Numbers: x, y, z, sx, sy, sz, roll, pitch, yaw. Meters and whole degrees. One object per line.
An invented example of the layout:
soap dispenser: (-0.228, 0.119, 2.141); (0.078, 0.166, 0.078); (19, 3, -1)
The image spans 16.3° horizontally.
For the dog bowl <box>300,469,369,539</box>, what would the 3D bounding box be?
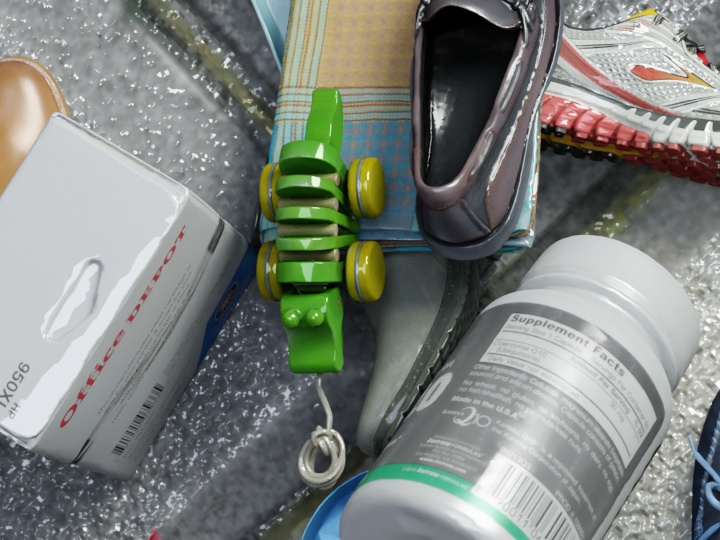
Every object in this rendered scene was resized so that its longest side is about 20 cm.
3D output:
dog bowl: (0.062, 0.180, 1.290); (0.199, 0.050, 0.112); (29, 86, 12)

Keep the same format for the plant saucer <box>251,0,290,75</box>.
plant saucer: (0.040, -0.165, 1.363); (0.199, 0.019, 0.070); (-23, 79, 3)

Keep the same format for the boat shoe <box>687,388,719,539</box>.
boat shoe: (0.205, 0.149, 1.264); (0.084, 0.069, 0.201); (-3, 81, 8)

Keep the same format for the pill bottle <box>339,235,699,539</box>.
pill bottle: (0.084, 0.082, 1.233); (0.113, 0.113, 0.200); (29, 53, 11)

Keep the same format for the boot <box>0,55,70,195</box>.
boot: (-0.213, -0.028, 1.308); (0.076, 0.155, 0.201); (17, 84, 11)

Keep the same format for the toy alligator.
toy alligator: (-0.023, 0.007, 1.240); (0.059, 0.054, 0.201); (-1, 83, 18)

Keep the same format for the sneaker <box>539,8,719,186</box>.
sneaker: (0.162, -0.095, 1.304); (0.199, 0.078, 0.083); (14, 82, 10)

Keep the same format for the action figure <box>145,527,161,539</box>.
action figure: (-0.105, 0.223, 1.282); (0.148, 0.134, 0.201); (23, 51, -27)

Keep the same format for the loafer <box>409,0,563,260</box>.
loafer: (0.058, -0.107, 1.248); (0.071, 0.063, 0.201); (-1, 66, 19)

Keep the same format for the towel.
towel: (0.025, -0.103, 1.306); (0.146, 0.022, 0.201); (-1, 67, 18)

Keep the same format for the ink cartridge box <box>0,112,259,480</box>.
ink cartridge box: (-0.135, 0.018, 1.267); (0.084, 0.200, 0.145); (31, 86, 11)

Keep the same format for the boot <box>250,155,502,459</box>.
boot: (0.000, 0.000, 1.315); (0.130, 0.068, 0.201); (15, 66, 14)
